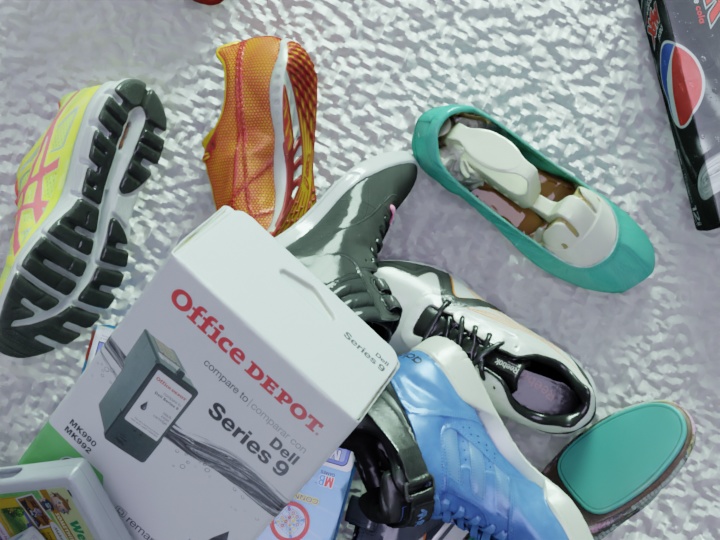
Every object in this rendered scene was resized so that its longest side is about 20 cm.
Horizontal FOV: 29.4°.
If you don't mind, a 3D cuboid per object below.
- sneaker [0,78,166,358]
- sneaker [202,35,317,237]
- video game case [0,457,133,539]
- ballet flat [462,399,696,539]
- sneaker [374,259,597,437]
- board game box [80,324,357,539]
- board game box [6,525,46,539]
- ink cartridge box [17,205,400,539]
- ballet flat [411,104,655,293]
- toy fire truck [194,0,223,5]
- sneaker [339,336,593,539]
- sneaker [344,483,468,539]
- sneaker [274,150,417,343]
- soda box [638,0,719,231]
[{"bbox_3d":[-0.204,-0.037,0.938,0.089,0.078,0.202,13,74,41],"label":"sneaker"},{"bbox_3d":[-0.073,-0.059,0.955,0.076,0.073,0.204,3,88,26],"label":"sneaker"},{"bbox_3d":[-0.199,0.209,0.869,0.180,0.022,0.202,-10,117,30],"label":"video game case"},{"bbox_3d":[0.149,0.165,0.944,0.199,0.071,0.069,-40,50,5],"label":"ballet flat"},{"bbox_3d":[0.078,0.049,0.941,0.198,0.080,0.075,26,89,1],"label":"sneaker"},{"bbox_3d":[-0.111,0.159,0.940,0.197,0.056,0.199,16,87,-1],"label":"board game box"},{"bbox_3d":[-0.183,0.261,0.859,0.134,0.034,0.201,-30,106,37],"label":"board game box"},{"bbox_3d":[-0.094,0.086,0.829,0.146,0.084,0.201,40,120,1],"label":"ink cartridge box"},{"bbox_3d":[0.121,-0.048,0.949,0.199,0.070,0.068,34,86,0],"label":"ballet flat"},{"bbox_3d":[-0.119,-0.308,0.947,0.167,0.112,0.202,30,87,-24],"label":"toy fire truck"},{"bbox_3d":[0.061,0.149,0.862,0.110,0.077,0.201,-28,80,-28],"label":"sneaker"},{"bbox_3d":[0.018,0.183,0.934,0.079,0.078,0.201,40,76,-5],"label":"sneaker"},{"bbox_3d":[0.000,0.000,0.907,0.099,0.071,0.200,37,51,15],"label":"sneaker"},{"bbox_3d":[0.249,-0.134,0.961,0.070,0.063,0.203,-14,87,-2],"label":"soda box"}]
